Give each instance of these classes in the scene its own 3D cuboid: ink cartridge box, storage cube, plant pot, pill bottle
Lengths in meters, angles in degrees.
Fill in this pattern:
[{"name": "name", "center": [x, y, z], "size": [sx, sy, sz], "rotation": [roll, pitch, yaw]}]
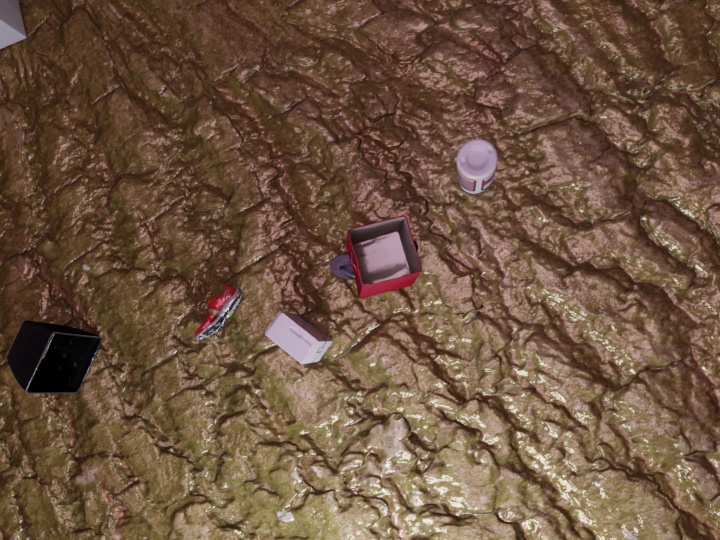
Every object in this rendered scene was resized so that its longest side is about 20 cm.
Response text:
[{"name": "ink cartridge box", "center": [-0.178, 0.197, 1.660], "size": [0.146, 0.200, 0.085], "rotation": [36, 90, 12]}, {"name": "storage cube", "center": [0.064, -0.034, 1.635], "size": [0.198, 0.180, 0.173], "rotation": [-14, 77, -7]}, {"name": "plant pot", "center": [-0.996, 0.262, 1.807], "size": [0.176, 0.200, 0.201], "rotation": [24, 88, 24]}, {"name": "pill bottle", "center": [0.333, -0.294, 1.630], "size": [0.113, 0.200, 0.115], "rotation": [-1, 83, 9]}]

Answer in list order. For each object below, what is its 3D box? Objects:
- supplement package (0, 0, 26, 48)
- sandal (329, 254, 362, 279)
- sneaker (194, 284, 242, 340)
[{"name": "supplement package", "center": [-1.327, -0.929, 2.012], "size": [0.149, 0.152, 0.202], "rotation": [-18, 81, 7]}, {"name": "sandal", "center": [0.001, -0.001, 1.732], "size": [0.198, 0.043, 0.077], "rotation": [15, 86, 11]}, {"name": "sneaker", "center": [-0.459, 0.131, 1.788], "size": [0.085, 0.077, 0.200], "rotation": [36, 80, 17]}]
